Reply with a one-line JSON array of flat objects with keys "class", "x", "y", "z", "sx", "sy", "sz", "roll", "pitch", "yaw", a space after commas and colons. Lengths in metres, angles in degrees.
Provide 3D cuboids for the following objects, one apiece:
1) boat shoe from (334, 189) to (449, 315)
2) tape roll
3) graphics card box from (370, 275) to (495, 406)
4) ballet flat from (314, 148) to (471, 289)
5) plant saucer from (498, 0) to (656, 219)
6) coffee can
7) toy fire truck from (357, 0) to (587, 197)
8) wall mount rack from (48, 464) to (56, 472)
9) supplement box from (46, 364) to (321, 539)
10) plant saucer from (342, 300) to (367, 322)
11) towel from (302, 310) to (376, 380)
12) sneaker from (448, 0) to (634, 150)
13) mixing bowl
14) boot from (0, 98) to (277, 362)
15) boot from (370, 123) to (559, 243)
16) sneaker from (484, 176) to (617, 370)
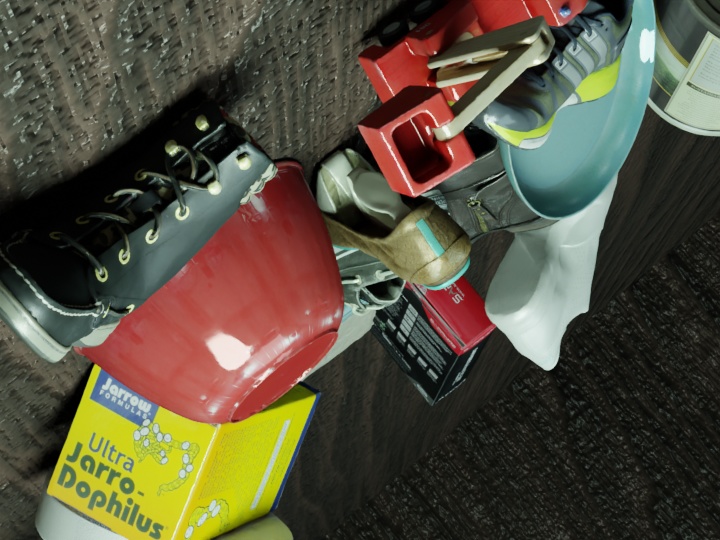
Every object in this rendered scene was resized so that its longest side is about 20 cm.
[{"class": "boat shoe", "x": 0.000, "y": 0.000, "z": 1.472, "sx": 0.070, "sy": 0.064, "sz": 0.199, "roll": -16, "pitch": 174, "yaw": -38}, {"class": "tape roll", "x": -0.149, "y": 0.199, "z": 1.485, "sx": 0.203, "sy": 0.201, "sz": 0.037, "roll": -8, "pitch": 116, "yaw": -70}, {"class": "graphics card box", "x": 0.058, "y": 0.041, "z": 1.777, "sx": 0.051, "sy": 0.126, "sz": 0.200, "roll": -36, "pitch": 168, "yaw": -17}, {"class": "ballet flat", "x": 0.007, "y": -0.045, "z": 1.344, "sx": 0.068, "sy": 0.073, "sz": 0.200, "roll": -40, "pitch": -151, "yaw": -8}, {"class": "plant saucer", "x": 0.154, "y": -0.138, "z": 1.409, "sx": 0.199, "sy": 0.027, "sz": 0.202, "roll": -27, "pitch": 125, "yaw": -46}, {"class": "coffee can", "x": 0.304, "y": -0.210, "z": 1.555, "sx": 0.146, "sy": 0.147, "sz": 0.200, "roll": -37, "pitch": 169, "yaw": -12}, {"class": "toy fire truck", "x": 0.069, "y": -0.129, "z": 1.151, "sx": 0.199, "sy": 0.049, "sz": 0.141, "roll": -37, "pitch": -155, "yaw": -14}, {"class": "wall mount rack", "x": -0.261, "y": 0.230, "z": 1.606, "sx": 0.200, "sy": 0.075, "sz": 0.174, "roll": -41, "pitch": 172, "yaw": -2}, {"class": "supplement box", "x": -0.128, "y": 0.128, "z": 1.453, "sx": 0.110, "sy": 0.108, "sz": 0.200, "roll": -68, "pitch": 162, "yaw": 11}, {"class": "plant saucer", "x": 0.034, "y": -0.025, "z": 1.636, "sx": 0.199, "sy": 0.019, "sz": 0.070, "roll": -37, "pitch": 137, "yaw": -15}, {"class": "towel", "x": -0.037, "y": 0.047, "z": 1.727, "sx": 0.132, "sy": 0.035, "sz": 0.200, "roll": -38, "pitch": 168, "yaw": -17}, {"class": "sneaker", "x": 0.119, "y": -0.143, "z": 1.254, "sx": 0.200, "sy": 0.074, "sz": 0.081, "roll": -40, "pitch": 155, "yaw": -51}, {"class": "mixing bowl", "x": -0.084, "y": 0.031, "z": 1.309, "sx": 0.200, "sy": 0.109, "sz": 0.200, "roll": -39, "pitch": 168, "yaw": -9}, {"class": "boot", "x": -0.125, "y": -0.029, "z": 1.029, "sx": 0.154, "sy": 0.074, "sz": 0.204, "roll": -43, "pitch": 175, "yaw": 4}, {"class": "boot", "x": 0.056, "y": -0.066, "z": 1.496, "sx": 0.198, "sy": 0.070, "sz": 0.174, "roll": -17, "pitch": 160, "yaw": 26}, {"class": "sneaker", "x": 0.166, "y": -0.011, "z": 1.570, "sx": 0.075, "sy": 0.089, "sz": 0.201, "roll": -3, "pitch": -133, "yaw": 43}]
